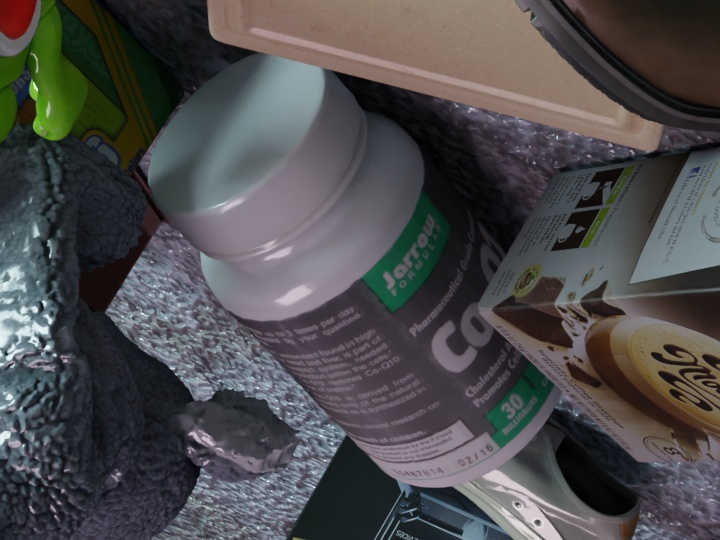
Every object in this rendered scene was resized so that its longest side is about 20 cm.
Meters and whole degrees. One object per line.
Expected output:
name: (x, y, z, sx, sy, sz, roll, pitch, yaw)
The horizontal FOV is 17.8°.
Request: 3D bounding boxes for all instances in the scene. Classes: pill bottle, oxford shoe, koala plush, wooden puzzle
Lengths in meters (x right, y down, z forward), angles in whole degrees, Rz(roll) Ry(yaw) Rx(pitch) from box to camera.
pill bottle: (0.000, 0.000, 1.037, 0.113, 0.113, 0.200, 5, 146, 45)
oxford shoe: (0.067, 0.086, 1.210, 0.200, 0.075, 0.058, 38, 115, 3)
koala plush: (-0.137, 0.070, 1.009, 0.177, 0.184, 0.200, -21, 152, 20)
oxford shoe: (0.131, -0.085, 0.745, 0.200, 0.073, 0.084, 17, 134, -30)
wooden puzzle: (0.032, -0.116, 0.843, 0.185, 0.037, 0.200, 15, 159, 7)

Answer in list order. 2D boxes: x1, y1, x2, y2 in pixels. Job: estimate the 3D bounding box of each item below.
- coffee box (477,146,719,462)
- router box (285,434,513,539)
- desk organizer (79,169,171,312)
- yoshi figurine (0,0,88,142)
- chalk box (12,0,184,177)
coffee box: (0.158, 0.014, 0.920, 0.113, 0.080, 0.200, 42, 154, -24)
router box: (0.045, 0.205, 1.338, 0.200, 0.157, 0.052, 23, 155, 18)
desk organizer: (-0.211, -0.038, 1.254, 0.200, 0.077, 0.072, 14, 152, 33)
yoshi figurine: (-0.150, -0.110, 0.900, 0.112, 0.200, 0.112, 33, 165, 24)
chalk box: (-0.207, -0.099, 1.069, 0.124, 0.125, 0.200, 1, 144, 49)
